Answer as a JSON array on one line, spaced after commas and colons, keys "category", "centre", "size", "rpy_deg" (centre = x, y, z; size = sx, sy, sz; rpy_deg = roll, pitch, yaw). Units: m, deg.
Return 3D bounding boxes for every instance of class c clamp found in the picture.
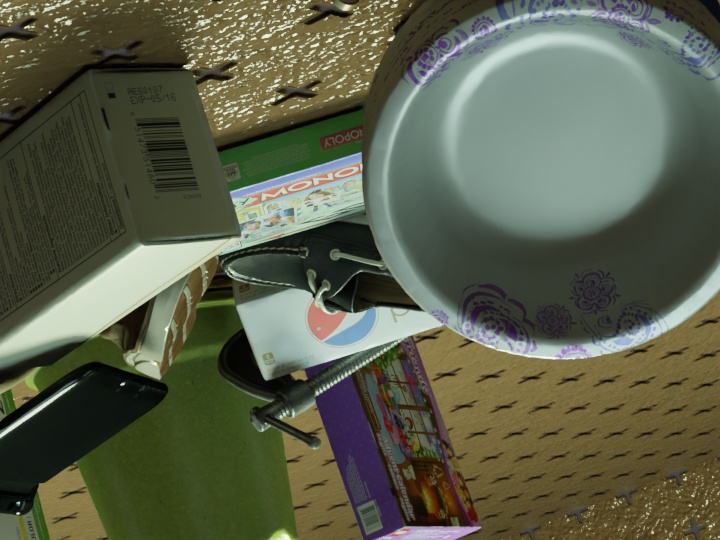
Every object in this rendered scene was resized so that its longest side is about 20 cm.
[{"category": "c clamp", "centre": [-0.011, 0.054, 1.717], "size": [0.200, 0.027, 0.171], "rpy_deg": [-35, -148, -28]}]

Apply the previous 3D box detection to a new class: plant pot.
[{"category": "plant pot", "centre": [-0.133, 0.136, 1.816], "size": [0.200, 0.184, 0.200], "rpy_deg": [-15, 166, -4]}]

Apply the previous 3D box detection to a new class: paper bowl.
[{"category": "paper bowl", "centre": [0.101, -0.064, 1.235], "size": [0.201, 0.201, 0.104], "rpy_deg": [-19, -157, 8]}]

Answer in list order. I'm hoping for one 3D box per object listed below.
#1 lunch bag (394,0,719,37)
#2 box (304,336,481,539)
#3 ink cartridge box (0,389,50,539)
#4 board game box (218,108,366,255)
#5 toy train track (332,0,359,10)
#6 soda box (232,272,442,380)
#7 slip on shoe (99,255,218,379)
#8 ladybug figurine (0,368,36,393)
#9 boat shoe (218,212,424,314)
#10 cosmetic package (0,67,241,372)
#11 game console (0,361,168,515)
[{"category": "lunch bag", "centre": [0.116, -0.086, 1.364], "size": [0.200, 0.132, 0.136], "rpy_deg": [-20, 165, 12]}, {"category": "box", "centre": [0.016, 0.108, 1.851], "size": [0.039, 0.200, 0.137], "rpy_deg": [-26, 164, 22]}, {"category": "ink cartridge box", "centre": [-0.326, 0.149, 1.714], "size": [0.076, 0.148, 0.200], "rpy_deg": [-26, 163, 32]}, {"category": "board game box", "centre": [-0.004, -0.065, 1.517], "size": [0.200, 0.029, 0.135], "rpy_deg": [-17, 167, -2]}, {"category": "toy train track", "centre": [0.052, -0.162, 1.204], "size": [0.200, 0.033, 0.115], "rpy_deg": [-13, 165, -21]}, {"category": "soda box", "centre": [0.015, 0.005, 1.684], "size": [0.200, 0.068, 0.064], "rpy_deg": [-18, -150, 3]}, {"category": "slip on shoe", "centre": [-0.139, 0.018, 1.607], "size": [0.076, 0.061, 0.200], "rpy_deg": [-59, 179, -14]}, {"category": "ladybug figurine", "centre": [-0.267, 0.037, 1.513], "size": [0.136, 0.072, 0.200], "rpy_deg": [-18, 166, 7]}, {"category": "boat shoe", "centre": [0.000, 0.000, 1.603], "size": [0.200, 0.060, 0.074], "rpy_deg": [1, 157, 8]}, {"category": "cosmetic package", "centre": [-0.160, -0.024, 1.341], "size": [0.073, 0.104, 0.200], "rpy_deg": [-5, 163, -41]}, {"category": "game console", "centre": [-0.235, 0.084, 1.485], "size": [0.176, 0.116, 0.200], "rpy_deg": [22, 176, 11]}]
